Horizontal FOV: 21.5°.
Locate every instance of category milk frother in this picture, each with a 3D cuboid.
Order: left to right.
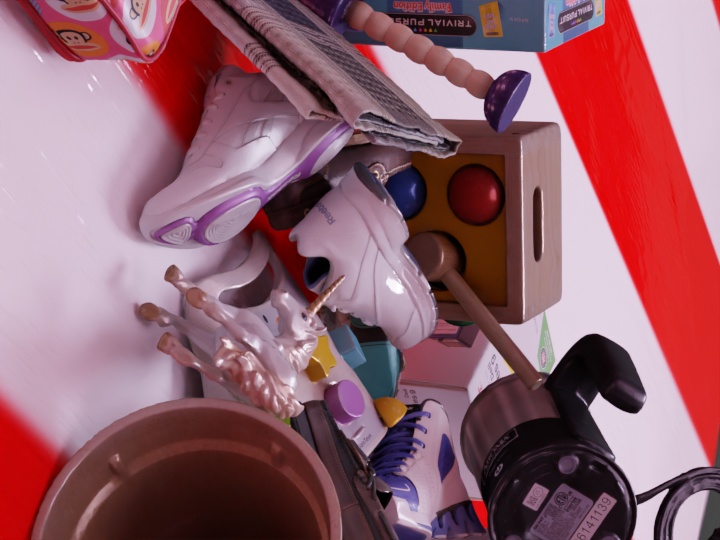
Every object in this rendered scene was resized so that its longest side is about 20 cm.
[{"bbox_3d":[0.198,0.176,1.541,0.200,0.180,0.188,48,8,-14],"label":"milk frother"}]

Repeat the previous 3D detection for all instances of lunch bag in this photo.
[{"bbox_3d":[-0.149,-0.233,1.181,0.176,0.081,0.201,54,44,-55],"label":"lunch bag"}]

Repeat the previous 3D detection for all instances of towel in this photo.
[{"bbox_3d":[-0.034,-0.147,1.348,0.035,0.200,0.192,-52,159,12],"label":"towel"}]

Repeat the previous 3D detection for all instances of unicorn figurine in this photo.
[{"bbox_3d":[-0.079,0.048,1.299,0.137,0.074,0.200,32,24,-22],"label":"unicorn figurine"}]

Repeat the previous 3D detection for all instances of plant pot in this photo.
[{"bbox_3d":[-0.098,0.216,1.253,0.184,0.199,0.201,76,28,-57],"label":"plant pot"}]

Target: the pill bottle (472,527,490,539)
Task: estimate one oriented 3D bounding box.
[{"bbox_3d":[0.077,0.292,1.500,0.200,0.119,0.121,-29,119,-60],"label":"pill bottle"}]

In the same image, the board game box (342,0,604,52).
[{"bbox_3d":[0.081,-0.214,1.542,0.151,0.199,0.047,-32,124,-60],"label":"board game box"}]

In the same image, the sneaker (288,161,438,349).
[{"bbox_3d":[0.000,0.000,1.453,0.087,0.075,0.200,-33,140,-5],"label":"sneaker"}]

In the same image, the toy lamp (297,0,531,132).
[{"bbox_3d":[0.034,-0.177,1.457,0.058,0.199,0.058,-56,167,-21],"label":"toy lamp"}]

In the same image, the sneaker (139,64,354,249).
[{"bbox_3d":[-0.095,-0.085,1.349,0.200,0.100,0.075,-38,170,-38],"label":"sneaker"}]

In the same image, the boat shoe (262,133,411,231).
[{"bbox_3d":[-0.020,-0.070,1.488,0.200,0.070,0.071,-15,87,-55],"label":"boat shoe"}]

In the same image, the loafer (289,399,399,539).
[{"bbox_3d":[0.002,0.177,1.305,0.072,0.063,0.201,94,-19,-60],"label":"loafer"}]

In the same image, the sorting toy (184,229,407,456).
[{"bbox_3d":[-0.064,0.069,1.420,0.181,0.106,0.200,65,33,-14],"label":"sorting toy"}]

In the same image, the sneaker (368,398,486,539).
[{"bbox_3d":[0.027,0.158,1.471,0.199,0.080,0.116,17,56,-64],"label":"sneaker"}]

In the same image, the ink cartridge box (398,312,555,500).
[{"bbox_3d":[0.106,0.094,1.772,0.200,0.087,0.146,-58,143,-44],"label":"ink cartridge box"}]

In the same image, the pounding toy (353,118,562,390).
[{"bbox_3d":[0.087,-0.019,1.599,0.142,0.183,0.201,-23,114,-62],"label":"pounding toy"}]

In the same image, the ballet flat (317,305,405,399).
[{"bbox_3d":[-0.002,0.046,1.560,0.064,0.075,0.201,-119,-151,-72],"label":"ballet flat"}]
